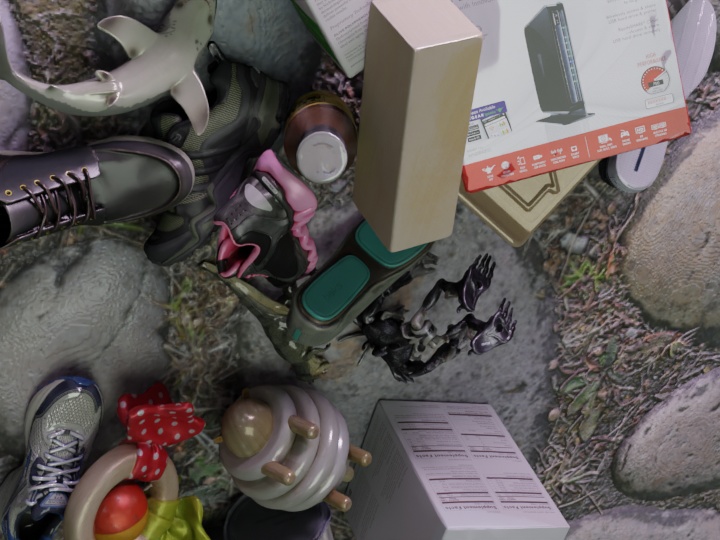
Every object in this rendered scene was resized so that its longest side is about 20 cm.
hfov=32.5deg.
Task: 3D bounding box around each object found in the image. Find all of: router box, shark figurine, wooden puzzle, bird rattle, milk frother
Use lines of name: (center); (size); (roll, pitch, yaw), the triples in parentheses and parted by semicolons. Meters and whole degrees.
router box: (0.161, -0.179, 1.040); (0.197, 0.049, 0.182); (-15, 110, 8)
shark figurine: (-0.208, -0.154, 1.002); (0.212, 0.089, 0.130); (-17, 94, -22)
wooden puzzle: (0.142, -0.152, 1.115); (0.185, 0.046, 0.200); (39, 98, -19)
bird rattle: (-0.213, 0.217, 1.189); (0.163, 0.112, 0.202); (-37, 145, -37)
milk frother: (-0.090, 0.369, 1.316); (0.178, 0.201, 0.190); (-18, 127, -6)

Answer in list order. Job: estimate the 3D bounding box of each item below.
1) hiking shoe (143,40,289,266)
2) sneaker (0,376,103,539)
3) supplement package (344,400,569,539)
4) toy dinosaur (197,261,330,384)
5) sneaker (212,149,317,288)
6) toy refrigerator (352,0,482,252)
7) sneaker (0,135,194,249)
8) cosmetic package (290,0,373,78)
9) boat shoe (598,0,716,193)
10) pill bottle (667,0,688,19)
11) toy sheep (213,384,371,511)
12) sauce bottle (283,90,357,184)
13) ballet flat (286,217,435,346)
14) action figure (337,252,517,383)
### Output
hiking shoe: (-0.147, -0.100, 1.075); (0.100, 0.076, 0.201); (30, 105, -18)
sneaker: (-0.292, 0.196, 1.185); (0.076, 0.085, 0.202); (11, 115, -29)
supplement package: (0.095, 0.263, 1.325); (0.149, 0.201, 0.153); (5, 120, -26)
toy dinosaur: (-0.066, 0.040, 1.210); (0.088, 0.048, 0.200); (-33, 125, 8)
sneaker: (-0.091, -0.025, 1.078); (0.095, 0.079, 0.201); (-45, 165, -17)
toy refrigerator: (0.046, -0.121, 1.012); (0.069, 0.076, 0.202); (-15, 135, -23)
sneaker: (-0.235, -0.055, 0.998); (0.197, 0.107, 0.076); (-5, 113, -1)
cosmetic package: (-0.036, -0.270, 0.978); (0.084, 0.108, 0.201); (-34, 127, 0)
boat shoe: (0.278, -0.175, 1.204); (0.071, 0.071, 0.202); (25, 89, -21)
pill bottle: (0.272, -0.304, 1.084); (0.115, 0.116, 0.200); (33, 105, -36)
toy sheep: (-0.068, 0.182, 1.246); (0.138, 0.138, 0.200); (-42, 134, 8)
sauce bottle: (-0.032, -0.110, 1.025); (0.064, 0.200, 0.066); (-1, 103, -3)
ballet flat: (0.000, 0.000, 1.180); (0.200, 0.067, 0.064); (-41, 169, -33)
action figure: (0.068, 0.047, 1.225); (0.102, 0.199, 0.120); (-44, 109, -38)
